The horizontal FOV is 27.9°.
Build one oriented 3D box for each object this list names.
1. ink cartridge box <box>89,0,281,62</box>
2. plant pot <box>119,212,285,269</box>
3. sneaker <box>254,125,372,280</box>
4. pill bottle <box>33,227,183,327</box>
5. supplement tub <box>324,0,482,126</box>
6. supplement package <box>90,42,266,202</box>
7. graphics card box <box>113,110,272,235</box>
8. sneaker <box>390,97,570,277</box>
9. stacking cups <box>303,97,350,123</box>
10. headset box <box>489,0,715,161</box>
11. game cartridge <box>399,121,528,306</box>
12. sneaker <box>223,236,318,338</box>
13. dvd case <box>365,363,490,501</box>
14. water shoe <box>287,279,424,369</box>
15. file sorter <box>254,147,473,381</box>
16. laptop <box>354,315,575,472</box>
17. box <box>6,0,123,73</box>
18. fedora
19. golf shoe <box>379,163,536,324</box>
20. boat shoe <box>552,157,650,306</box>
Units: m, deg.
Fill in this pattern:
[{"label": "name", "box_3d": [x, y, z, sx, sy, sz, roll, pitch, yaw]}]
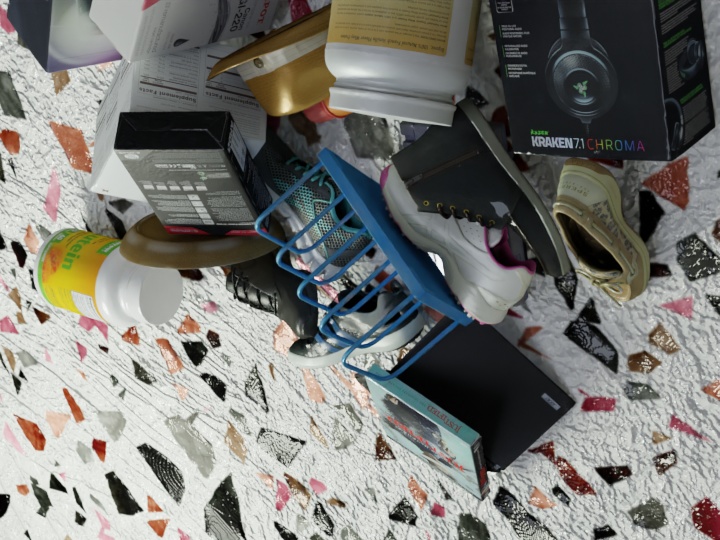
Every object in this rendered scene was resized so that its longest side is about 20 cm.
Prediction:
[{"label": "ink cartridge box", "box_3d": [-0.170, -0.314, 1.526, 0.085, 0.199, 0.146, 48, 138, 22]}, {"label": "plant pot", "box_3d": [-0.187, -0.046, 1.714, 0.198, 0.199, 0.028, 12, 114, 37]}, {"label": "sneaker", "box_3d": [-0.054, -0.092, 1.671, 0.091, 0.078, 0.201, -33, 94, 31]}, {"label": "pill bottle", "box_3d": [-0.336, 0.013, 1.948, 0.198, 0.111, 0.112, 13, 123, 37]}, {"label": "supplement tub", "box_3d": [0.042, -0.245, 1.375, 0.143, 0.144, 0.203, 12, 96, 37]}, {"label": "supplement package", "box_3d": [-0.206, -0.164, 1.642, 0.200, 0.154, 0.112, 137, 139, -59]}, {"label": "graphics card box", "box_3d": [-0.177, -0.102, 1.572, 0.124, 0.052, 0.200, 1, 157, 12]}, {"label": "sneaker", "box_3d": [0.120, -0.060, 1.444, 0.106, 0.075, 0.201, -35, 88, 3]}, {"label": "stacking cups", "box_3d": [0.013, -0.203, 1.547, 0.199, 0.060, 0.061, -11, 107, 51]}, {"label": "headset box", "box_3d": [0.217, -0.212, 1.320, 0.173, 0.092, 0.203, 8, 119, 39]}, {"label": "game cartridge", "box_3d": [0.114, -0.064, 1.549, 0.128, 0.038, 0.203, 7, 119, 35]}, {"label": "sneaker", "box_3d": [-0.108, 0.021, 1.710, 0.200, 0.090, 0.077, -130, 35, -52]}, {"label": "dvd case", "box_3d": [0.078, 0.185, 1.631, 0.145, 0.022, 0.200, 33, 164, 21]}, {"label": "water shoe", "box_3d": [-0.013, 0.059, 1.713, 0.198, 0.071, 0.080, -16, 107, 36]}, {"label": "file sorter", "box_3d": [0.000, 0.000, 1.534, 0.122, 0.138, 0.201, -41, 63, 12]}, {"label": "laptop", "box_3d": [0.113, 0.136, 1.648, 0.177, 0.104, 0.200, 42, 164, -10]}, {"label": "box", "box_3d": [-0.271, -0.343, 1.594, 0.124, 0.198, 0.200, 50, 142, 33]}, {"label": "fedora", "box_3d": [-0.062, -0.215, 1.506, 0.199, 0.200, 0.083, -14, 108, 46]}, {"label": "golf shoe", "box_3d": [0.103, -0.043, 1.507, 0.201, 0.075, 0.091, 50, 123, 4]}, {"label": "boat shoe", "box_3d": [0.225, -0.025, 1.398, 0.073, 0.063, 0.201, 13, 151, 37]}]
